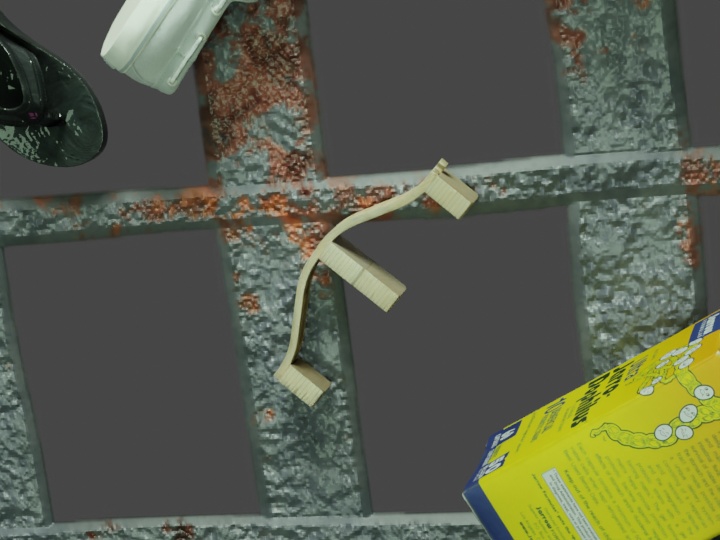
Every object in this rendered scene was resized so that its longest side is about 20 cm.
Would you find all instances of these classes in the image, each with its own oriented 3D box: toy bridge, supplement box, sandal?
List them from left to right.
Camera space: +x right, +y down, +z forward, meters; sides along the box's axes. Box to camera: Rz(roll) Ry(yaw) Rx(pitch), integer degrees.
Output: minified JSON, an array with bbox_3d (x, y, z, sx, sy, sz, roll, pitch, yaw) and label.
[{"bbox_3d":[-0.261,-0.144,1.498,0.200,0.048,0.075,45,110,-1],"label":"sandal"},{"bbox_3d":[0.000,0.000,1.487,0.067,0.027,0.200,38,110,2],"label":"toy bridge"},{"bbox_3d":[0.185,0.128,1.435,0.200,0.109,0.110,-31,97,19],"label":"supplement box"}]

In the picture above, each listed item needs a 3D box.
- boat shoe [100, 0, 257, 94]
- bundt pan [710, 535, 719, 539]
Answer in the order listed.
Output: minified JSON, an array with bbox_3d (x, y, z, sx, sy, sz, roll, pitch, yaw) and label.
[{"bbox_3d":[-0.094,-0.202,1.435,0.068,0.072,0.200,32,105,-20],"label":"boat shoe"},{"bbox_3d":[0.300,0.237,1.455,0.201,0.076,0.203,4,106,13],"label":"bundt pan"}]
